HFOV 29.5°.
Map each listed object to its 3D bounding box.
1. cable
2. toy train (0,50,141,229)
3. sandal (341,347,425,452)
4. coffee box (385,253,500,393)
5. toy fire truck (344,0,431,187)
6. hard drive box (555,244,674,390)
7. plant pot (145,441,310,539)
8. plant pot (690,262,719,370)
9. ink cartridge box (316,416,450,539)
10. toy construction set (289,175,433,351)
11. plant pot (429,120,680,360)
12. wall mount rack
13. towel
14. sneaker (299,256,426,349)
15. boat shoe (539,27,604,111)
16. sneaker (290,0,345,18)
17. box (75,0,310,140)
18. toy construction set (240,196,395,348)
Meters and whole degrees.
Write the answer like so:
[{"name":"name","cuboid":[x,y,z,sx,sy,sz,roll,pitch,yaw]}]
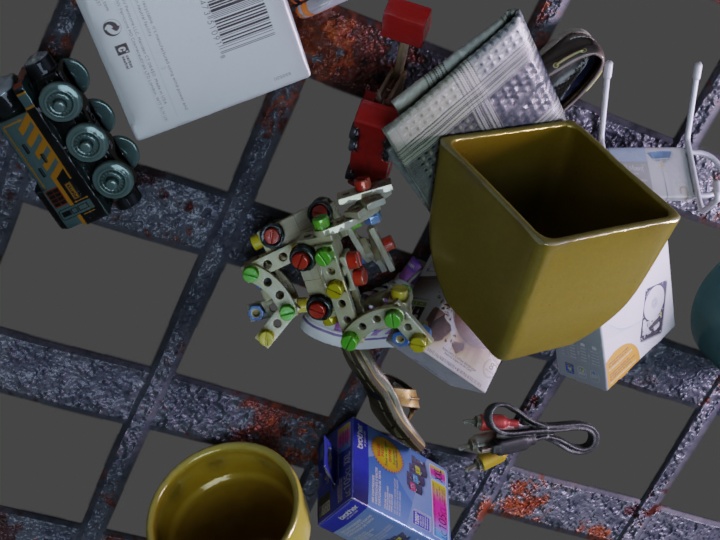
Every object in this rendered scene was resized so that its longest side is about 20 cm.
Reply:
[{"name":"cable","cuboid":[0.226,0.212,1.834,0.198,0.050,0.098,-7,104,-24]},{"name":"toy train","cuboid":[-0.318,-0.137,1.473,0.113,0.086,0.201,-23,122,12]},{"name":"sandal","cuboid":[0.040,0.153,1.732,0.054,0.080,0.201,-37,119,-16]},{"name":"coffee box","cuboid":[0.132,0.027,1.620,0.113,0.080,0.201,34,77,-28]},{"name":"toy fire truck","cuboid":[0.030,-0.189,1.512,0.048,0.142,0.200,17,155,5]},{"name":"hard drive box","cuboid":[0.304,0.017,1.667,0.156,0.076,0.201,-37,128,-33]},{"name":"plant pot","cuboid":[-0.149,0.352,1.732,0.199,0.202,0.190,-20,137,-2]},{"name":"plant pot","cuboid":[0.549,0.084,1.755,0.199,0.161,0.202,-6,120,-11]},{"name":"ink cartridge box","cuboid":[0.018,0.281,1.747,0.199,0.137,0.076,30,126,-26]},{"name":"toy construction set","cuboid":[0.000,0.000,1.514,0.130,0.092,0.202,-9,100,21]},{"name":"plant pot","cuboid":[0.187,-0.020,1.485,0.193,0.196,0.201,-10,133,-32]},{"name":"wall mount rack","cuboid":[0.346,-0.153,1.609,0.198,0.175,0.075,-1,159,-14]},{"name":"towel","cuboid":[0.124,-0.158,1.487,0.200,0.035,0.193,-41,137,-6]},{"name":"sneaker","cuboid":[0.027,0.033,1.662,0.199,0.073,0.115,1,112,-22]},{"name":"boat shoe","cuboid":[0.198,-0.192,1.573,0.200,0.060,0.072,-43,120,12]},{"name":"sneaker","cuboid":[0.001,-0.351,1.427,0.199,0.077,0.113,-28,101,-20]},{"name":"box","cuboid":[-0.179,-0.273,1.396,0.198,0.131,0.200,-20,122,-1]},{"name":"toy construction set","cuboid":[-0.055,-0.009,1.598,0.199,0.092,0.132,-27,97,-6]}]
